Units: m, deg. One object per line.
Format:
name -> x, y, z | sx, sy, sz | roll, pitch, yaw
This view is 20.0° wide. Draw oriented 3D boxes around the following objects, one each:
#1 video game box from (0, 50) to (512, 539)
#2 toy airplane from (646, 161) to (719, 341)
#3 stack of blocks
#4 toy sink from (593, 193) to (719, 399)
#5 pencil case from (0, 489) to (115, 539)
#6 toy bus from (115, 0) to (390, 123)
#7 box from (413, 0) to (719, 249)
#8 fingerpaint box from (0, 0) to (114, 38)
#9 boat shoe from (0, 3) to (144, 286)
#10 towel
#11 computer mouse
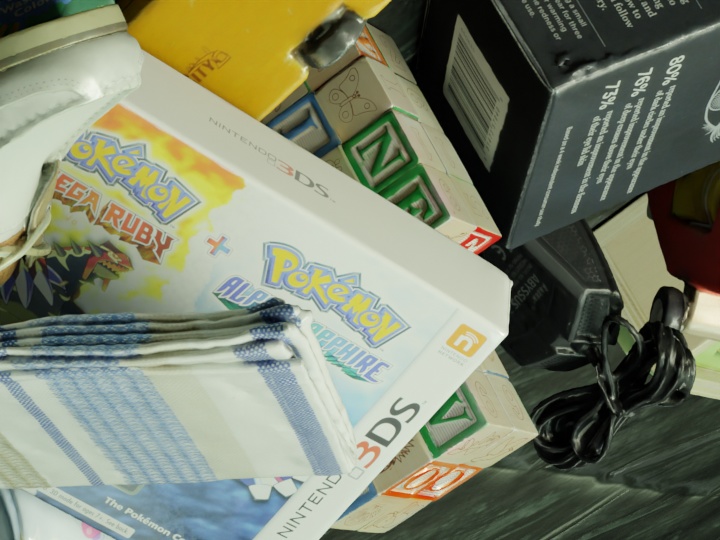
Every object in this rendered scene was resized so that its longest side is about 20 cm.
video game box -> -0.073, 0.024, 0.786 | 0.200, 0.047, 0.182 | 30, 119, -16
toy airplane -> 0.188, -0.057, 1.072 | 0.200, 0.199, 0.142 | -19, 131, -46
stack of blocks -> 0.000, 0.000, 0.901 | 0.115, 0.200, 0.059 | -34, 157, 18
toy sink -> 0.225, 0.010, 1.317 | 0.200, 0.112, 0.130 | -36, 157, 19
pencil case -> -0.096, 0.093, 0.912 | 0.200, 0.091, 0.083 | -17, 158, -42
toy bus -> -0.053, -0.095, 0.777 | 0.065, 0.078, 0.200 | 40, 119, -20
box -> 0.137, -0.117, 0.937 | 0.199, 0.105, 0.148 | -23, 157, -16
fingerpaint box -> -0.184, -0.107, 0.610 | 0.199, 0.074, 0.167 | -25, 159, -10
boat shoe -> -0.133, -0.027, 0.686 | 0.075, 0.069, 0.200 | -21, 177, -45
towel -> -0.104, 0.048, 0.729 | 0.199, 0.024, 0.147 | -3, 157, 8
computer mouse -> 0.083, -0.003, 1.025 | 0.053, 0.200, 0.139 | -37, 175, -35
